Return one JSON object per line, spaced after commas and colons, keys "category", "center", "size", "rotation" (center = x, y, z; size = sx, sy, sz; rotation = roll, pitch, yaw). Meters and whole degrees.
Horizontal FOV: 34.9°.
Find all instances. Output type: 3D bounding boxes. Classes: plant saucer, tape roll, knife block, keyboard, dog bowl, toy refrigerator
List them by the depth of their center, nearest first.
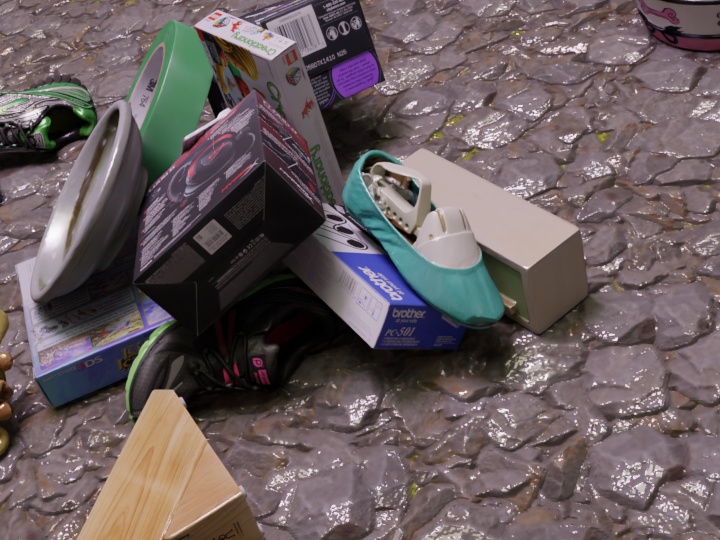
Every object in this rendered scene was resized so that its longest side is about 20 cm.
{"category": "knife block", "center": [-0.170, 0.199, 0.843], "size": [0.175, 0.064, 0.200], "rotation": [-29, 41, -15]}
{"category": "toy refrigerator", "center": [0.100, -0.028, 1.003], "size": [0.070, 0.076, 0.200], "rotation": [-36, 43, -22]}
{"category": "plant saucer", "center": [-0.240, -0.056, 1.053], "size": [0.200, 0.050, 0.201], "rotation": [-48, 29, 37]}
{"category": "keyboard", "center": [-0.157, -0.104, 1.122], "size": [0.056, 0.200, 0.011], "rotation": [-40, 86, -20]}
{"category": "tape roll", "center": [-0.211, -0.157, 1.183], "size": [0.048, 0.201, 0.201], "rotation": [21, 34, -21]}
{"category": "dog bowl", "center": [0.386, -0.310, 1.231], "size": [0.199, 0.074, 0.201], "rotation": [-10, 41, 8]}

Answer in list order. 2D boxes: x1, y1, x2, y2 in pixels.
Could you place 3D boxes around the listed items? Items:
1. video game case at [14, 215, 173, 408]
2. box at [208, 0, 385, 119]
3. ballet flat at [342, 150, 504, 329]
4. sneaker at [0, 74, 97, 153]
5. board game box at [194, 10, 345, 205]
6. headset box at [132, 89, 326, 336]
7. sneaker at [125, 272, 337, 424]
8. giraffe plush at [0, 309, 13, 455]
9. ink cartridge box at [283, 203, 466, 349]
{"category": "video game case", "center": [-0.215, 0.022, 1.080], "size": [0.199, 0.046, 0.181], "rotation": [-23, 38, -6]}
{"category": "box", "center": [-0.083, -0.226, 1.216], "size": [0.122, 0.106, 0.200], "rotation": [-28, 18, -25]}
{"category": "ballet flat", "center": [0.050, -0.035, 0.940], "size": [0.067, 0.071, 0.200], "rotation": [-15, 45, -32]}
{"category": "sneaker", "center": [-0.403, -0.172, 1.333], "size": [0.199, 0.078, 0.085], "rotation": [-21, 42, -21]}
{"category": "board game box", "center": [-0.081, -0.144, 1.104], "size": [0.035, 0.200, 0.126], "rotation": [-39, 43, -21]}
{"category": "headset box", "center": [-0.114, -0.059, 0.979], "size": [0.149, 0.075, 0.200], "rotation": [-41, 25, 12]}
{"category": "sneaker", "center": [-0.107, 0.069, 0.963], "size": [0.200, 0.077, 0.084], "rotation": [-32, 38, -15]}
{"category": "giraffe plush", "center": [-0.385, 0.092, 0.993], "size": [0.161, 0.173, 0.200], "rotation": [-2, 25, -16]}
{"category": "ink cartridge box", "center": [0.000, 0.000, 0.993], "size": [0.094, 0.044, 0.200], "rotation": [4, 26, -38]}
